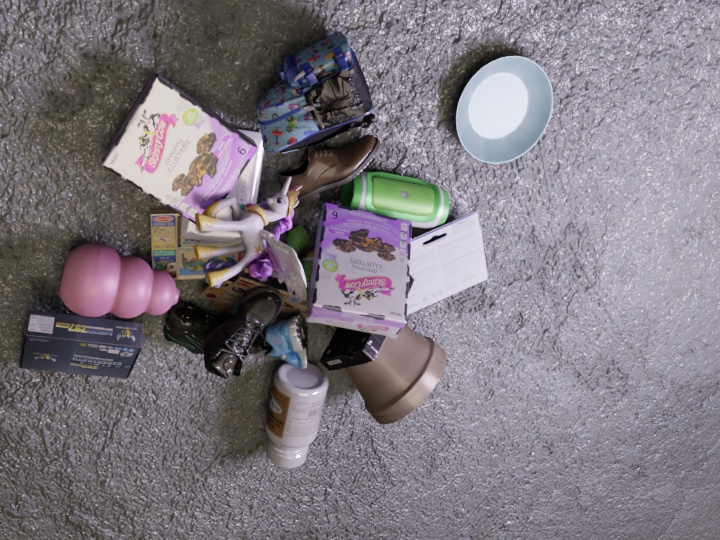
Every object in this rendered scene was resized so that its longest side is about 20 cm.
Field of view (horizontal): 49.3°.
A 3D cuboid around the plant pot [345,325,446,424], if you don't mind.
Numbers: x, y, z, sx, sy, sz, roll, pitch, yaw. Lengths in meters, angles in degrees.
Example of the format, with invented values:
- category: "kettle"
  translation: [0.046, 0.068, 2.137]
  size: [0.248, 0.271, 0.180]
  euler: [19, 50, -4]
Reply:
- category: "plant pot"
  translation: [0.047, 0.175, 1.583]
  size: [0.200, 0.200, 0.174]
  euler: [-42, 107, 8]

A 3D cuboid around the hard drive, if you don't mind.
- category: "hard drive"
  translation: [0.014, 0.095, 1.484]
  size: [0.038, 0.202, 0.139]
  euler: [43, 143, -21]

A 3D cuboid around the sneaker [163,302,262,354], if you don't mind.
- category: "sneaker"
  translation: [-0.283, 0.123, 1.506]
  size: [0.197, 0.076, 0.080]
  euler: [21, 124, -21]

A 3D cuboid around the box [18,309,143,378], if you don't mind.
- category: "box"
  translation: [-0.499, 0.136, 1.398]
  size: [0.196, 0.052, 0.158]
  euler: [10, 149, -23]

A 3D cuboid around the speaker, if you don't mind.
- category: "speaker"
  translation: [0.065, -0.131, 1.465]
  size: [0.196, 0.089, 0.090]
  euler: [7, 116, -22]

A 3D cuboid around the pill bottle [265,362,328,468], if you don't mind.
- category: "pill bottle"
  translation: [-0.138, 0.300, 1.618]
  size: [0.112, 0.115, 0.204]
  euler: [3, 117, -20]

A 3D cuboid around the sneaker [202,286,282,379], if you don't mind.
- category: "sneaker"
  translation: [-0.209, 0.120, 1.395]
  size: [0.199, 0.115, 0.076]
  euler: [-40, 123, 19]

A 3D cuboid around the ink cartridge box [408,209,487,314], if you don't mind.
- category: "ink cartridge box"
  translation: [0.151, -0.022, 1.558]
  size: [0.196, 0.041, 0.202]
  euler: [-23, 136, -5]

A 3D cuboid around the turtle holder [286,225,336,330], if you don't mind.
- category: "turtle holder"
  translation: [-0.064, 0.010, 1.482]
  size: [0.133, 0.183, 0.142]
  euler: [-55, 164, -19]

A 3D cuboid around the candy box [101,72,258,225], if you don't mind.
- category: "candy box"
  translation: [-0.297, -0.195, 1.293]
  size: [0.198, 0.072, 0.169]
  euler: [32, 98, -24]

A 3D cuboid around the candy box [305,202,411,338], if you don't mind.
- category: "candy box"
  translation: [0.000, 0.000, 1.374]
  size: [0.164, 0.204, 0.072]
  euler: [11, 151, -11]

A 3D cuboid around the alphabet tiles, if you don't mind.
- category: "alphabet tiles"
  translation: [-0.193, 0.059, 1.461]
  size: [0.197, 0.006, 0.166]
  euler: [20, 152, -23]

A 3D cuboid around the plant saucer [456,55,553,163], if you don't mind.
- category: "plant saucer"
  translation: [0.263, -0.303, 1.465]
  size: [0.197, 0.039, 0.205]
  euler: [-8, 121, -14]

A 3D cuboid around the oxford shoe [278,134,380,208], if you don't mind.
- category: "oxford shoe"
  translation: [-0.057, -0.194, 1.397]
  size: [0.198, 0.073, 0.085]
  euler: [-31, 121, -1]

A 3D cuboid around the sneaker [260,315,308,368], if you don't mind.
- category: "sneaker"
  translation: [-0.147, 0.137, 1.519]
  size: [0.088, 0.080, 0.201]
  euler: [-3, 156, 1]

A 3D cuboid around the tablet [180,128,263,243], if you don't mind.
- category: "tablet"
  translation: [-0.241, -0.149, 1.374]
  size: [0.127, 0.014, 0.204]
  euler: [5, 107, -19]

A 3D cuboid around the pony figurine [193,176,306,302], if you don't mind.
- category: "pony figurine"
  translation: [-0.175, -0.045, 1.316]
  size: [0.197, 0.166, 0.197]
  euler: [-19, 117, -27]

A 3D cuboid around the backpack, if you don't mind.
- category: "backpack"
  translation: [-0.087, -0.282, 1.282]
  size: [0.197, 0.183, 0.136]
  euler: [-22, 115, 9]

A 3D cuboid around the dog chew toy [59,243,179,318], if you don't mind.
- category: "dog chew toy"
  translation: [-0.415, 0.027, 1.362]
  size: [0.196, 0.125, 0.126]
  euler: [13, 114, -21]

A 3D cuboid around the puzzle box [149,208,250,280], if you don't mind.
- category: "puzzle box"
  translation: [-0.282, -0.049, 1.428]
  size: [0.196, 0.026, 0.136]
  euler: [-3, 118, -17]
